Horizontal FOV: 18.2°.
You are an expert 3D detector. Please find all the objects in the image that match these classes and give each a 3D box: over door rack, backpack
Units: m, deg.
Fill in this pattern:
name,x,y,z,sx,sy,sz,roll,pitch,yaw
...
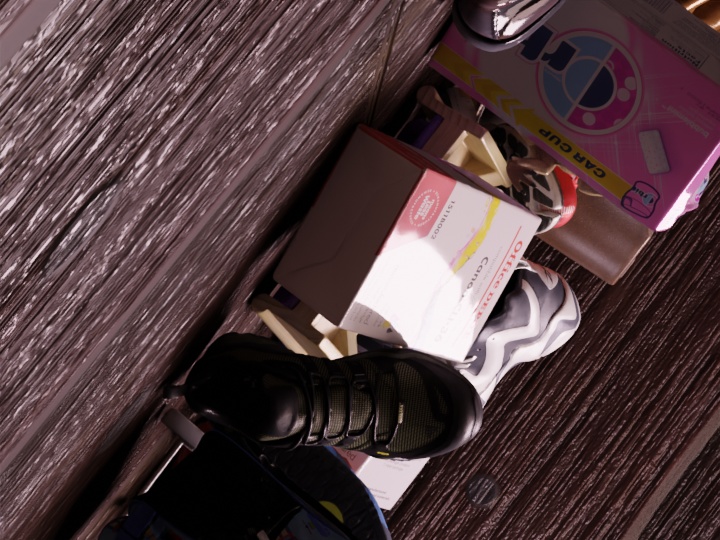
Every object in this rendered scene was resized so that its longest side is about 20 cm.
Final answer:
name,x,y,z,sx,sy,sz,roll,pitch,yaw
over door rack,-0.150,0.182,1.595,0.148,0.066,0.200,-53,175,-8
backpack,-0.064,0.230,1.489,0.134,0.200,0.183,-41,158,-35

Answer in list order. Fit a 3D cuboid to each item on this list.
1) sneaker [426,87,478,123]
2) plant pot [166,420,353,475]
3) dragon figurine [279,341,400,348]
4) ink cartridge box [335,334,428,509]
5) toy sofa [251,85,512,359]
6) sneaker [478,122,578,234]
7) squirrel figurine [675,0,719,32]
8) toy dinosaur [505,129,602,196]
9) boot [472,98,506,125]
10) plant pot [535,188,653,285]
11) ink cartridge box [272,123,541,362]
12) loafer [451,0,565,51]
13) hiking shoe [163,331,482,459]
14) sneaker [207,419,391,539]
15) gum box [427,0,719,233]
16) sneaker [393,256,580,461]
name,x,y,z,sx,sy,sz,roll,pitch,yaw
sneaker,0.042,-0.048,1.712,0.076,0.087,0.201,-102,-163,-54
plant pot,-0.095,0.226,1.797,0.201,0.200,0.196,-48,166,-44
dragon figurine,0.000,0.000,1.666,0.059,0.099,0.201,-68,179,-48
ink cartridge box,0.020,0.073,1.865,0.200,0.145,0.084,-54,145,11
toy sofa,0.007,-0.030,1.571,0.200,0.097,0.083,-52,151,-8
sneaker,0.136,-0.080,1.668,0.200,0.084,0.077,-123,-152,-72
squirrel figurine,0.210,-0.186,1.628,0.200,0.142,0.186,-36,148,23
toy dinosaur,0.132,-0.089,1.560,0.101,0.199,0.058,-17,136,-64
boot,0.160,-0.173,1.773,0.200,0.097,0.075,-56,173,36
plant pot,0.192,-0.104,1.991,0.201,0.198,0.200,-51,176,-5
ink cartridge box,0.044,-0.012,1.478,0.200,0.067,0.117,17,105,-57
loafer,0.134,-0.219,1.379,0.200,0.072,0.063,-49,170,-11
hiking shoe,-0.024,0.091,1.439,0.101,0.199,0.076,-36,129,-66
sneaker,-0.037,0.154,1.667,0.066,0.200,0.078,-41,167,5
gum box,0.159,-0.129,1.459,0.114,0.200,0.066,-57,173,36
sneaker,0.066,0.055,1.708,0.199,0.080,0.130,-34,144,8
